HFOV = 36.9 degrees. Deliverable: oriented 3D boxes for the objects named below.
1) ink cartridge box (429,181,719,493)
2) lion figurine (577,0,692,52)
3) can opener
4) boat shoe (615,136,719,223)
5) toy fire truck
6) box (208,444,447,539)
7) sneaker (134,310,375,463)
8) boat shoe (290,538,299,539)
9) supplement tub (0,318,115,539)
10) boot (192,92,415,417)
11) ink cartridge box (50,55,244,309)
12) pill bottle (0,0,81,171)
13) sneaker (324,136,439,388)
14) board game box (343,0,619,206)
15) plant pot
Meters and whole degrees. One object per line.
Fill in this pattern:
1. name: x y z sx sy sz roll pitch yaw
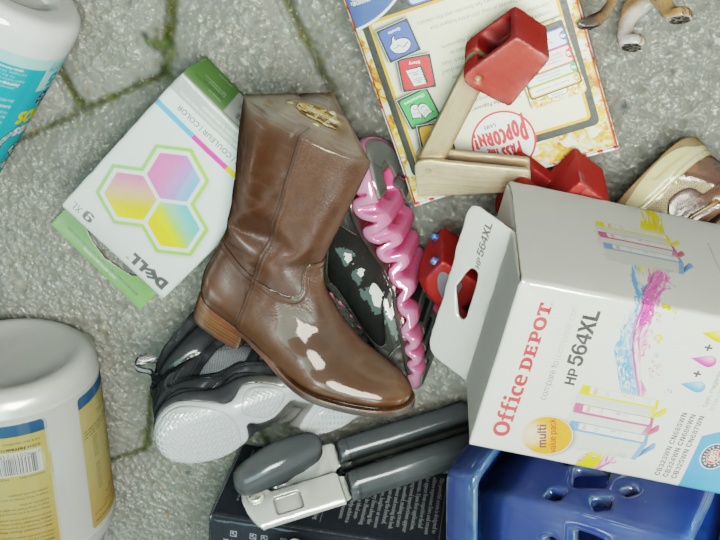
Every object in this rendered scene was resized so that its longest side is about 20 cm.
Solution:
1. ink cartridge box: 0.151 0.040 0.681 0.199 0.125 0.129 10 121 -3
2. lion figurine: 0.238 -0.209 0.675 0.199 0.072 0.123 1 81 16
3. can opener: 0.001 0.146 0.839 0.199 0.053 0.067 -16 150 -8
4. boat shoe: 0.188 0.002 0.760 0.072 0.072 0.200 46 102 19
5. toy fire truck: 0.087 -0.060 0.727 0.141 0.049 0.200 32 123 -17
6. box: -0.019 0.247 0.903 0.199 0.107 0.149 8 115 6
7. sneaker: -0.077 0.074 0.853 0.199 0.114 0.076 -13 135 -23
8. boat shoe: -0.069 0.275 0.834 0.069 0.071 0.200 43 125 18
9. supplement tub: -0.278 0.156 0.882 0.144 0.145 0.201 3 114 8
10. boot: -0.018 -0.011 0.741 0.186 0.064 0.200 25 120 6
11. ink cartridge box: -0.150 -0.053 0.814 0.104 0.059 0.200 44 113 -11
12. pill bottle: -0.293 -0.127 0.776 0.111 0.111 0.200 36 115 -8
13. sneaker: 0.000 0.000 0.810 0.095 0.079 0.201 -9 111 20
14. board game box: 0.078 -0.159 0.737 0.151 0.046 0.201 -14 111 15
15. plant pot: 0.170 0.194 0.792 0.179 0.200 0.201 12 119 28
